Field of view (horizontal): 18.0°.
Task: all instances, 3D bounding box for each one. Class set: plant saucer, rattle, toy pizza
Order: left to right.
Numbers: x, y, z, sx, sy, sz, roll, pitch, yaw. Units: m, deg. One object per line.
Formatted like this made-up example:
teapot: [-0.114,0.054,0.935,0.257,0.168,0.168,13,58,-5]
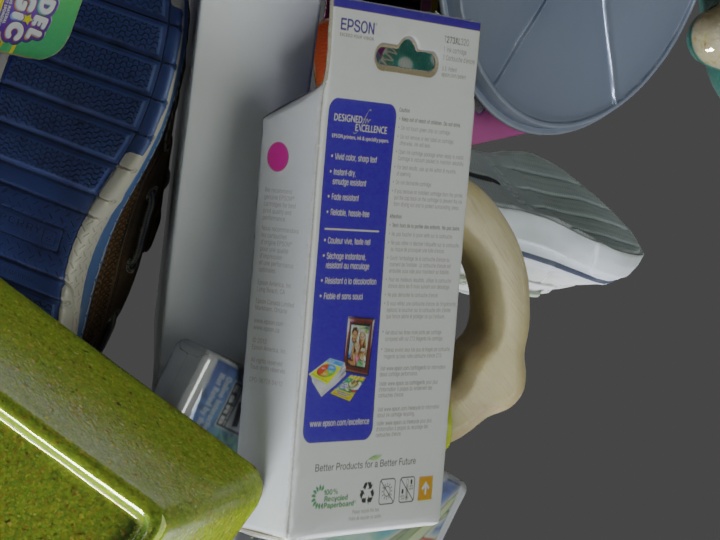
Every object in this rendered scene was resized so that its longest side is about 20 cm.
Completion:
plant saucer: [-0.163,0.099,0.787,0.199,0.048,0.200,37,85,-11]
rattle: [-0.006,-0.022,1.029,0.130,0.143,0.201,-24,105,-9]
toy pizza: [0.096,-0.161,1.032,0.200,0.032,0.201,-21,119,-42]

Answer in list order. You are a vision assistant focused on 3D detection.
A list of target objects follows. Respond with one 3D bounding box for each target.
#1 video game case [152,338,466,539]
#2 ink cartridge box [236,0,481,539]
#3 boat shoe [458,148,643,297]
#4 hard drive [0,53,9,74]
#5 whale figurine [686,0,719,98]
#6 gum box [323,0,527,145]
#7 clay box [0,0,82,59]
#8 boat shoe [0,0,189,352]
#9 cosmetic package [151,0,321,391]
video game case: [-0.054,0.147,0.900,0.182,0.022,0.201,31,83,-48]
ink cartridge box: [0.000,0.000,0.869,0.094,0.037,0.201,2,96,-51]
boat shoe: [0.066,-0.019,1.149,0.067,0.074,0.199,-47,144,20]
hard drive: [-0.131,-0.138,0.868,0.132,0.025,0.201,9,114,-52]
whale figurine: [0.219,-0.164,1.231,0.159,0.104,0.200,-44,109,-23]
gum box: [0.047,-0.162,1.053,0.113,0.066,0.201,-14,116,-44]
clay box: [-0.180,-0.151,0.772,0.199,0.048,0.115,14,108,-27]
boat shoe: [-0.114,-0.035,0.908,0.201,0.072,0.072,-67,166,10]
cosmetic package: [-0.053,-0.047,0.940,0.051,0.151,0.201,7,107,-4]
